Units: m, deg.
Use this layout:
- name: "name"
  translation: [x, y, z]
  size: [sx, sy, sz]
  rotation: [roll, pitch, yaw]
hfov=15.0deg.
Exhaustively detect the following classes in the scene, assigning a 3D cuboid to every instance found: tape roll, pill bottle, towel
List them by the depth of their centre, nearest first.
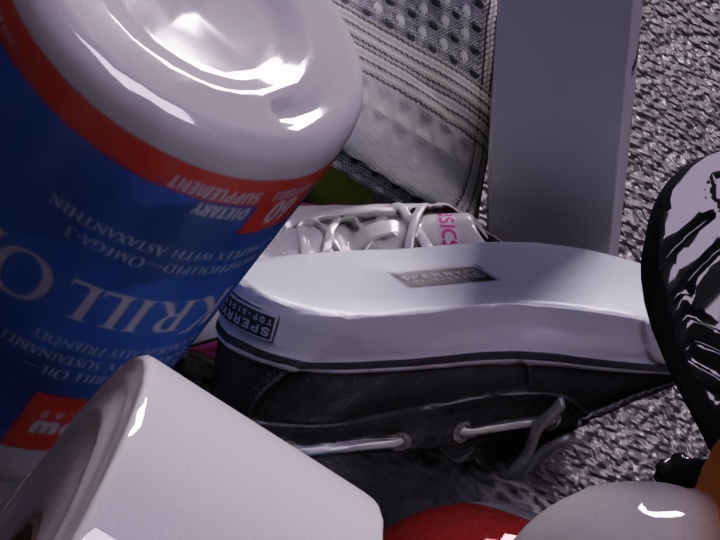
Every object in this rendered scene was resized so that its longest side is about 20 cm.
- name: "tape roll"
  translation: [-0.078, 0.121, 0.663]
  size: [0.071, 0.203, 0.203]
  rotation: [32, 36, -9]
- name: "pill bottle"
  translation: [-0.094, -0.010, 0.790]
  size: [0.112, 0.200, 0.112]
  rotation: [23, 38, -20]
- name: "towel"
  translation: [-0.016, -0.134, 0.983]
  size: [0.200, 0.034, 0.193]
  rotation: [30, 55, -33]

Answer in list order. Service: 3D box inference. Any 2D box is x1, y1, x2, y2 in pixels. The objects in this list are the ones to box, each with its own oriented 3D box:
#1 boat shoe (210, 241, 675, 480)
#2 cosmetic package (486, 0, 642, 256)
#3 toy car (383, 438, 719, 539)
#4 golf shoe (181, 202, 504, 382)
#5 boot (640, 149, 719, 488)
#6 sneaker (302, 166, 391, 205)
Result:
- name: "boat shoe"
  translation: [0.041, 0.035, 0.898]
  size: [0.199, 0.068, 0.074]
  rotation: [-3, 24, -36]
- name: "cosmetic package"
  translation: [0.074, -0.060, 0.994]
  size: [0.050, 0.200, 0.083]
  rotation: [7, 50, 6]
- name: "toy car"
  translation: [0.068, 0.111, 0.804]
  size: [0.184, 0.200, 0.177]
  rotation: [27, 37, -18]
- name: "golf shoe"
  translation: [0.000, 0.000, 0.960]
  size: [0.199, 0.092, 0.073]
  rotation: [15, 42, -28]
- name: "boot"
  translation: [0.133, 0.066, 0.863]
  size: [0.073, 0.162, 0.199]
  rotation: [-32, 88, -16]
- name: "sneaker"
  translation: [-0.046, -0.099, 1.050]
  size: [0.200, 0.076, 0.105]
  rotation: [54, 26, -1]
